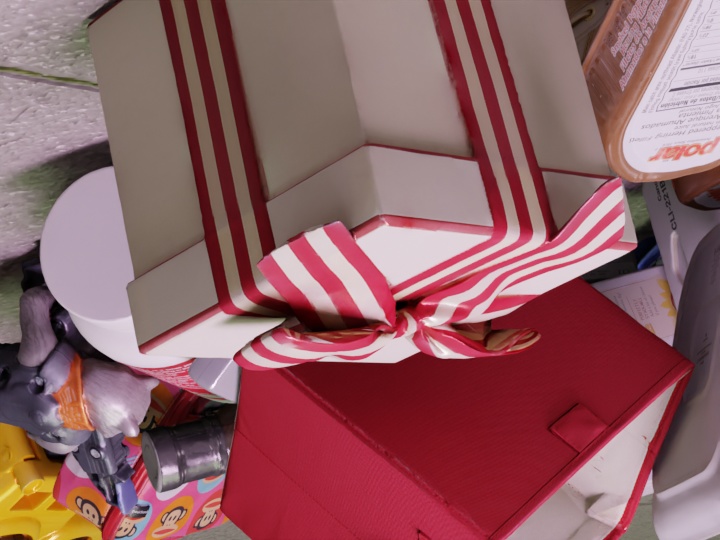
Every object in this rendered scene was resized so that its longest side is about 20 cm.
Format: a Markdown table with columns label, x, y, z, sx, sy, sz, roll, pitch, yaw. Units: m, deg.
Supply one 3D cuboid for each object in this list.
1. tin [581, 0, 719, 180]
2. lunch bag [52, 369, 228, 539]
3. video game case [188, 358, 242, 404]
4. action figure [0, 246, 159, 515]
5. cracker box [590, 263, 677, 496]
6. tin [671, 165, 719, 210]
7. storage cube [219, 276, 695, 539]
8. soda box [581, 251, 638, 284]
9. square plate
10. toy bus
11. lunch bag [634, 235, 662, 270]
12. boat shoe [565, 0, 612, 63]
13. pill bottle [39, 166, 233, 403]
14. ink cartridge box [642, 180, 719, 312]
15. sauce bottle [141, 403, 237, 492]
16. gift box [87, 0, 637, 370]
| label | x | y | z | sx | sy | sz | roll | pitch | yaw |
| --- | --- | --- | --- | --- | --- | --- | --- | --- | --- |
| tin | 0.167 | -0.117 | 0.908 | 0.112 | 0.042 | 0.200 | -7 | 142 | -25 |
| lunch bag | -0.110 | 0.097 | 1.381 | 0.176 | 0.082 | 0.200 | -59 | 159 | 15 |
| video game case | 0.000 | 0.000 | 1.139 | 0.200 | 0.022 | 0.182 | -53 | 159 | 0 |
| action figure | -0.209 | 0.091 | 1.221 | 0.193 | 0.200 | 0.105 | -4 | -149 | 25 |
| cracker box | 0.168 | 0.076 | 1.280 | 0.199 | 0.134 | 0.058 | -14 | 163 | -18 |
| tin | 0.264 | -0.081 | 1.097 | 0.200 | 0.042 | 0.112 | -20 | 164 | 16 |
| storage cube | 0.047 | 0.094 | 1.108 | 0.200 | 0.180 | 0.171 | -36 | 154 | -32 |
| soda box | 0.109 | 0.012 | 1.386 | 0.068 | 0.064 | 0.200 | -3 | 161 | -27 |
| square plate | 0.199 | 0.047 | 1.094 | 0.028 | 0.199 | 0.200 | 12 | 166 | -3 |
| toy bus | -0.228 | 0.129 | 1.453 | 0.192 | 0.136 | 0.200 | -37 | 158 | 20 |
| lunch bag | 0.286 | 0.017 | 1.434 | 0.170 | 0.124 | 0.200 | -5 | 154 | -26 |
| boat shoe | 0.113 | -0.107 | 0.991 | 0.200 | 0.069 | 0.074 | -41 | 147 | 16 |
| pill bottle | -0.100 | 0.007 | 1.131 | 0.112 | 0.113 | 0.200 | -16 | 164 | 14 |
| ink cartridge box | 0.298 | -0.020 | 1.275 | 0.199 | 0.145 | 0.084 | -6 | 162 | -22 |
| sauce bottle | -0.041 | 0.098 | 1.285 | 0.199 | 0.065 | 0.065 | -11 | 164 | -21 |
| gift box | 0.003 | -0.054 | 0.876 | 0.184 | 0.187 | 0.200 | 1 | 160 | -40 |
